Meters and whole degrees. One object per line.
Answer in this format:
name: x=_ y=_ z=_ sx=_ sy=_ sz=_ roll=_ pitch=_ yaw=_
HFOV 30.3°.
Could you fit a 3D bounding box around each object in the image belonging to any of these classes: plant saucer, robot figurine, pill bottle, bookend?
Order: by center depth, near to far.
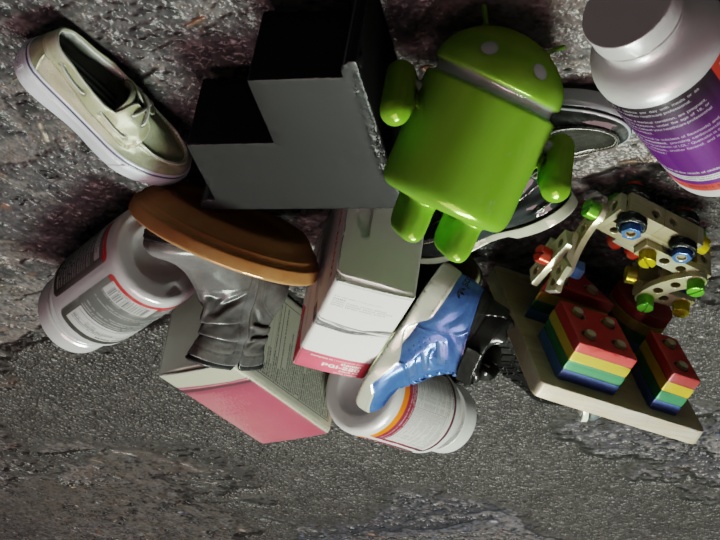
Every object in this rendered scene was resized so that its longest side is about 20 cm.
pill bottle: x=0.257 y=-0.151 z=1.057 sx=0.112 sy=0.113 sz=0.200 roll=-15 pitch=144 yaw=34
robot figurine: x=0.093 y=-0.112 z=1.104 sx=0.174 sy=0.201 sz=0.116 roll=24 pitch=-173 yaw=-9
bookend: x=-0.068 y=-0.146 z=1.161 sx=0.198 sy=0.093 sz=0.199 roll=0 pitch=148 yaw=16
plant saucer: x=-0.129 y=-0.042 z=1.311 sx=0.199 sy=0.038 sz=0.200 roll=22 pitch=-169 yaw=-5
pill bottle: x=-0.268 y=0.015 z=1.462 sx=0.113 sy=0.115 sz=0.199 roll=26 pitch=146 yaw=-29
pill bottle: x=0.054 y=0.162 z=1.620 sx=0.109 sy=0.111 sz=0.199 roll=-13 pitch=158 yaw=31

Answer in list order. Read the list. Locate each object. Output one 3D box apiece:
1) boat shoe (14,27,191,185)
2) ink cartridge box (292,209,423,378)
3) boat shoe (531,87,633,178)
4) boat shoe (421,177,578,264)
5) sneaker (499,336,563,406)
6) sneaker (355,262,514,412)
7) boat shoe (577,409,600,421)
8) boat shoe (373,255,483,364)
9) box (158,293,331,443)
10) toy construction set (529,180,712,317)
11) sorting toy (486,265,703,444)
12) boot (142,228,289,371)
boat shoe: x=-0.225 y=-0.145 z=1.219 sx=0.062 sy=0.073 sz=0.200 roll=-17 pitch=139 yaw=40
ink cartridge box: x=0.000 y=0.000 z=1.340 sx=0.084 sy=0.147 sz=0.200 roll=13 pitch=150 yaw=-7
boat shoe: x=0.146 y=-0.113 z=1.189 sx=0.198 sy=0.071 sz=0.072 roll=-2 pitch=149 yaw=16
boat shoe: x=0.114 y=-0.060 z=1.297 sx=0.198 sy=0.075 sz=0.066 roll=-14 pitch=116 yaw=47
sneaker: x=0.193 y=0.078 z=1.474 sx=0.075 sy=0.088 sz=0.200 roll=2 pitch=158 yaw=27
sneaker: x=0.080 y=0.095 z=1.359 sx=0.111 sy=0.077 sz=0.201 roll=35 pitch=120 yaw=3
boat shoe: x=0.268 y=0.107 z=1.449 sx=0.061 sy=0.200 sz=0.074 roll=3 pitch=108 yaw=12
boat shoe: x=0.055 y=0.050 z=1.462 sx=0.199 sy=0.074 sz=0.065 roll=-32 pitch=143 yaw=21
box: x=-0.125 y=0.102 z=1.563 sx=0.108 sy=0.129 sz=0.200 roll=-13 pitch=144 yaw=32
toy construction set: x=0.266 y=-0.018 z=1.318 sx=0.198 sy=0.093 sz=0.131 roll=10 pitch=152 yaw=-27
sorting toy: x=0.251 y=0.065 z=1.371 sx=0.198 sy=0.199 sz=0.070 roll=18 pitch=120 yaw=-21
boot: x=-0.153 y=0.035 z=1.367 sx=0.199 sy=0.133 sz=0.070 roll=19 pitch=-177 yaw=-42
